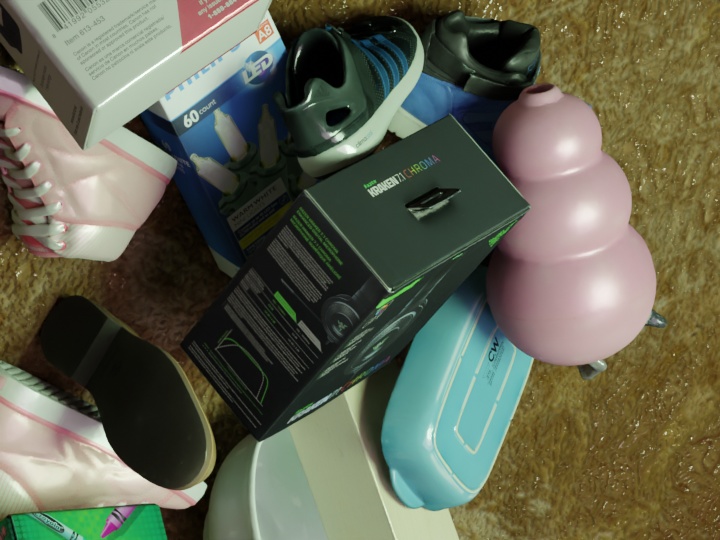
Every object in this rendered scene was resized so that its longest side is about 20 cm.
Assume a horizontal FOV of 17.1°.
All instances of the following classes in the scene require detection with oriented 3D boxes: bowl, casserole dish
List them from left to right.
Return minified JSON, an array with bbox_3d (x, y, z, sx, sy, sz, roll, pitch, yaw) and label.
[{"bbox_3d":[-0.056,0.205,1.815,0.201,0.090,0.202,36,45,-46],"label":"bowl"},{"bbox_3d":[0.079,0.086,1.782,0.121,0.039,0.201,52,51,-44],"label":"casserole dish"}]

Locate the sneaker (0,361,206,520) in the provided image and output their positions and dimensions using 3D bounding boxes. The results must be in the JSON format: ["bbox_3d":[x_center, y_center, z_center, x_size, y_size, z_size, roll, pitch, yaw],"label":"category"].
[{"bbox_3d":[-0.208,0.147,1.694,0.200,0.075,0.105,30,89,-37],"label":"sneaker"}]

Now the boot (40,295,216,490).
[{"bbox_3d":[-0.142,0.088,1.642,0.074,0.200,0.075,-52,135,6],"label":"boot"}]

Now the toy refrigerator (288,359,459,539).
[{"bbox_3d":[-0.002,0.132,1.792,0.076,0.070,0.201,-21,92,-54],"label":"toy refrigerator"}]

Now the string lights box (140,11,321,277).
[{"bbox_3d":[-0.085,-0.092,1.692,0.103,0.059,0.200,-39,130,-16],"label":"string lights box"}]

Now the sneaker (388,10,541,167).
[{"bbox_3d":[0.118,-0.120,1.771,0.199,0.077,0.111,27,127,-16],"label":"sneaker"}]

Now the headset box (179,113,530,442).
[{"bbox_3d":[0.000,0.000,1.645,0.174,0.093,0.200,-29,165,-48],"label":"headset box"}]

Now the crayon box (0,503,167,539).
[{"bbox_3d":[-0.230,0.226,1.659,0.118,0.059,0.200,0,154,-38],"label":"crayon box"}]

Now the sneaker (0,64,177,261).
[{"bbox_3d":[-0.212,-0.067,1.593,0.200,0.075,0.105,32,86,-47],"label":"sneaker"}]

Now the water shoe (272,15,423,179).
[{"bbox_3d":[-0.007,-0.143,1.663,0.071,0.200,0.079,-19,117,22],"label":"water shoe"}]

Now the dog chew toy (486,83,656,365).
[{"bbox_3d":[0.144,-0.036,1.723,0.124,0.124,0.201,-22,113,-28],"label":"dog chew toy"}]

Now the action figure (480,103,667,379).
[{"bbox_3d":[0.165,-0.026,1.891,0.193,0.104,0.201,32,87,-43],"label":"action figure"}]

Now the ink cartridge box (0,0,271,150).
[{"bbox_3d":[-0.171,-0.202,1.481,0.145,0.084,0.200,-36,85,-18],"label":"ink cartridge box"}]

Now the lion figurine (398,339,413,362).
[{"bbox_3d":[0.050,0.108,1.863,0.122,0.072,0.201,-32,130,-67],"label":"lion figurine"}]
